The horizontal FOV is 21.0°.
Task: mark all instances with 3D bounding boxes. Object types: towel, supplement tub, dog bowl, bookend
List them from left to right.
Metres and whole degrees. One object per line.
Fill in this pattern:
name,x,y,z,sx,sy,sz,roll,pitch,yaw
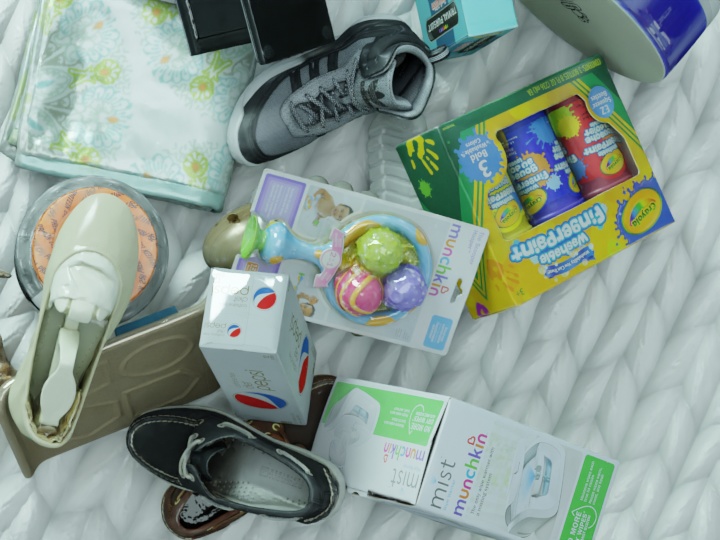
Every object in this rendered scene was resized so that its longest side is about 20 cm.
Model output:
supplement tub,-0.221,-0.013,1.584,0.122,0.200,0.123,0,88,-10
towel,-0.197,-0.152,1.671,0.199,0.048,0.172,13,86,-10
bookend,-0.143,-0.264,1.618,0.092,0.200,0.199,-25,105,-46
dog bowl,0.207,-0.254,1.673,0.200,0.200,0.079,40,84,-7

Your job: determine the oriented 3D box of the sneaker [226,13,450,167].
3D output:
sneaker,-0.017,-0.150,1.659,0.200,0.114,0.076,-36,118,-17

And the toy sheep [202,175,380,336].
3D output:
toy sheep,-0.035,-0.015,1.655,0.199,0.138,0.138,4,87,-6

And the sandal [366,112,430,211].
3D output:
sandal,0.047,-0.044,1.708,0.050,0.082,0.204,2,89,-53

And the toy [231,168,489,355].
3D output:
toy,0.000,0.000,1.576,0.199,0.047,0.116,16,105,-14

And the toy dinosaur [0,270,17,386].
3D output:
toy dinosaur,-0.366,0.048,1.617,0.199,0.086,0.136,17,92,-4

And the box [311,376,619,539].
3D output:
box,0.079,0.166,1.613,0.176,0.200,0.097,22,82,-25

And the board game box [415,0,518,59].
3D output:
board game box,0.075,-0.291,1.675,0.047,0.151,0.201,-13,90,-11

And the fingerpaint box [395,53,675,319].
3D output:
fingerpaint box,0.155,-0.075,1.688,0.200,0.073,0.167,-25,93,-32

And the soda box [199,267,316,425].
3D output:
soda box,-0.080,0.064,1.570,0.063,0.200,0.068,5,70,8

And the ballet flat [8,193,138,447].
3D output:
ballet flat,-0.213,0.043,1.453,0.069,0.069,0.201,16,106,-9

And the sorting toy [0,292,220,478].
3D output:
sorting toy,-0.203,0.089,1.599,0.200,0.185,0.037,-26,69,-12

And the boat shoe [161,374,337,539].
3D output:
boat shoe,-0.083,0.163,1.670,0.200,0.070,0.070,-40,94,-11

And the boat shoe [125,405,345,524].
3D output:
boat shoe,-0.111,0.160,1.591,0.199,0.060,0.074,20,94,21
